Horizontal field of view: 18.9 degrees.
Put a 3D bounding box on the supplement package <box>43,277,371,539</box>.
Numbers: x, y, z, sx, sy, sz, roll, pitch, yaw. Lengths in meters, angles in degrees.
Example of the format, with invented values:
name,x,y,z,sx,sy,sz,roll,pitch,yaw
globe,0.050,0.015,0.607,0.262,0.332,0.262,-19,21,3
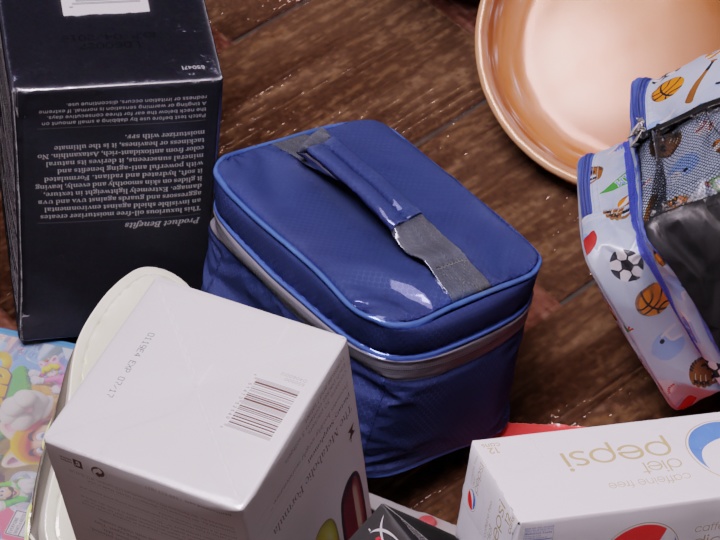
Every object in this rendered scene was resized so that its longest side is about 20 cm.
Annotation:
name,x,y,z,sx,sy,sz,roll,pitch,yaw
supplement package,-0.067,0.121,1.087,0.109,0.200,0.114,17,53,21

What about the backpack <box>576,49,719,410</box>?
name,x,y,z,sx,sy,sz,roll,pitch,yaw
backpack,0.209,-0.027,1.213,0.153,0.200,0.191,-12,39,22

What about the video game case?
name,x,y,z,sx,sy,sz,roll,pitch,yaw
video game case,-0.238,0.089,1.256,0.199,0.018,0.143,11,51,16

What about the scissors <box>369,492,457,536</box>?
name,x,y,z,sx,sy,sz,roll,pitch,yaw
scissors,0.042,0.140,1.128,0.199,0.014,0.073,13,37,20

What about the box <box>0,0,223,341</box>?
name,x,y,z,sx,sy,sz,roll,pitch,yaw
box,-0.155,-0.100,1.286,0.123,0.199,0.201,-4,46,-12

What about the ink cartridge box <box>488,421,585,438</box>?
name,x,y,z,sx,sy,sz,roll,pitch,yaw
ink cartridge box,0.134,0.151,1.143,0.160,0.050,0.201,3,51,8

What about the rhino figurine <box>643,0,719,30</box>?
name,x,y,z,sx,sy,sz,roll,pitch,yaw
rhino figurine,0.257,-0.170,1.405,0.199,0.060,0.088,0,68,5

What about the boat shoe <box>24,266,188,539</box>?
name,x,y,z,sx,sy,sz,roll,pitch,yaw
boat shoe,-0.139,0.088,1.196,0.072,0.060,0.202,24,53,-13

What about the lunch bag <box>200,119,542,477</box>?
name,x,y,z,sx,sy,sz,roll,pitch,yaw
lunch bag,0.000,0.000,1.212,0.135,0.133,0.200,-20,46,-36

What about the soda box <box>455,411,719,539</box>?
name,x,y,z,sx,sy,sz,roll,pitch,yaw
soda box,0.154,0.119,1.095,0.199,0.064,0.068,-5,34,-19

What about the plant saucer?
name,x,y,z,sx,sy,sz,roll,pitch,yaw
plant saucer,0.172,-0.142,1.357,0.199,0.037,0.201,-1,80,7

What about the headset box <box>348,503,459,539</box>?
name,x,y,z,sx,sy,sz,roll,pitch,yaw
headset box,0.001,0.236,1.015,0.200,0.075,0.149,-48,52,8
